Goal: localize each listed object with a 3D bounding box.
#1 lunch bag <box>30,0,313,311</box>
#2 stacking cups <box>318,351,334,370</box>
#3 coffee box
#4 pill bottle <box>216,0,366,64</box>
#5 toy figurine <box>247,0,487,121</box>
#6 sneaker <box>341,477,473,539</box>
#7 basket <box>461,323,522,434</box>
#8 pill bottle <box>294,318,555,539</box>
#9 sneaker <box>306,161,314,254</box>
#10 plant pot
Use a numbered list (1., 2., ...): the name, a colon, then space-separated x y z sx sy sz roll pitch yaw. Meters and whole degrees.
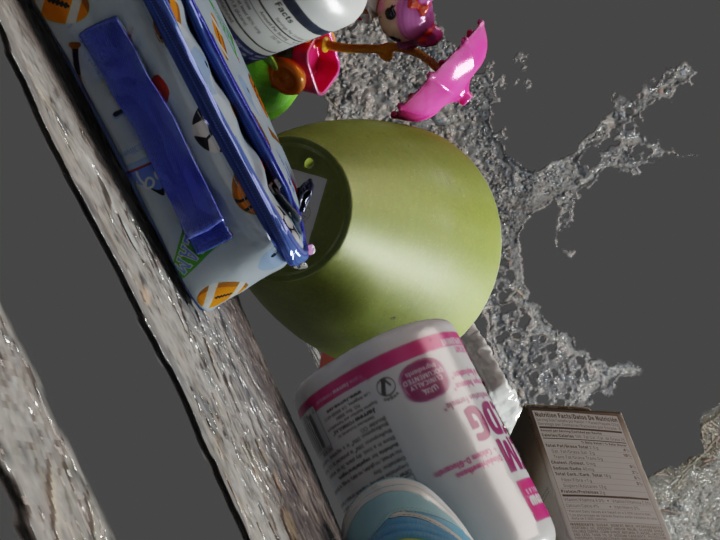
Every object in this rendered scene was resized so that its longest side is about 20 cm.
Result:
1. lunch bag: -0.088 -0.081 0.639 0.201 0.075 0.160 62 3 -15
2. stacking cups: 0.000 0.000 1.035 0.061 0.060 0.202 -83 -178 -89
3. coffee box: 0.150 0.202 0.863 0.201 0.079 0.115 -104 -155 -48
4. pill bottle: -0.063 -0.203 0.869 0.111 0.199 0.112 43 38 -48
5. toy figurine: 0.005 -0.189 0.974 0.150 0.183 0.201 -57 151 -37
6. sneaker: 0.065 0.200 0.655 0.200 0.080 0.131 44 3 -2
7. basket: 0.091 0.157 1.447 0.201 0.160 0.199 64 0 -41
8. pill bottle: 0.049 0.141 0.791 0.201 0.113 0.113 64 1 14
9. sneaker: -0.045 -0.051 1.107 0.073 0.114 0.201 62 -1 23
10. plant pot: -0.016 -0.028 0.899 0.188 0.186 0.200 63 15 14
